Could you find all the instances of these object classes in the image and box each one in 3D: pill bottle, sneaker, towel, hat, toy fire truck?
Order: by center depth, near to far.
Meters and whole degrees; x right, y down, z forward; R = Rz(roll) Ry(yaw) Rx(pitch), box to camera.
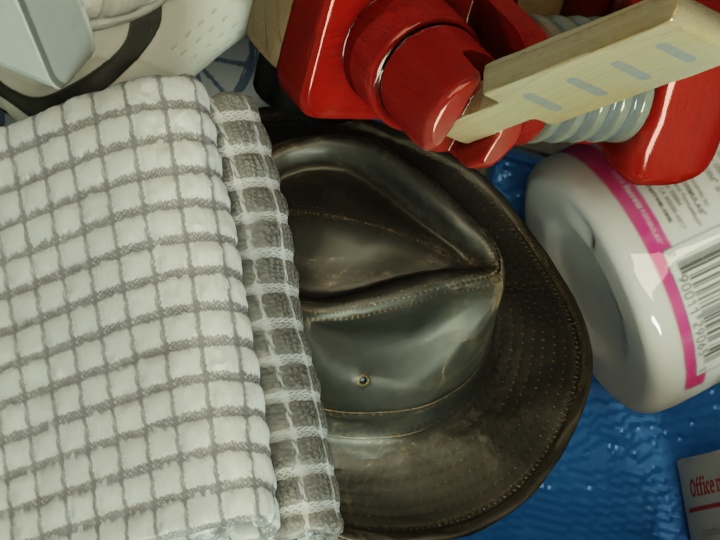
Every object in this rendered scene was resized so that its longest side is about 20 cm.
[{"bbox_3d":[-0.108,0.042,0.832,0.199,0.085,0.166,-21,71,28],"label":"towel"},{"bbox_3d":[0.077,-0.079,0.840,0.175,0.200,0.129,0,122,-29],"label":"toy fire truck"},{"bbox_3d":[0.000,0.000,0.887,0.200,0.081,0.201,7,57,-12],"label":"hat"},{"bbox_3d":[-0.071,-0.110,0.908,0.074,0.080,0.200,39,39,24],"label":"sneaker"},{"bbox_3d":[0.178,-0.031,0.983,0.199,0.113,0.114,-24,93,-13],"label":"pill bottle"}]

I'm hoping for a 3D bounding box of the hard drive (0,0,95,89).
[{"bbox_3d":[-0.187,-0.141,0.795,0.199,0.132,0.026,24,61,27],"label":"hard drive"}]

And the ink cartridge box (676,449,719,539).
[{"bbox_3d":[0.183,0.126,0.970,0.067,0.117,0.201,-7,82,-10],"label":"ink cartridge box"}]

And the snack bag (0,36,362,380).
[{"bbox_3d":[-0.085,-0.011,0.961,0.188,0.021,0.201,-33,95,-11],"label":"snack bag"}]
